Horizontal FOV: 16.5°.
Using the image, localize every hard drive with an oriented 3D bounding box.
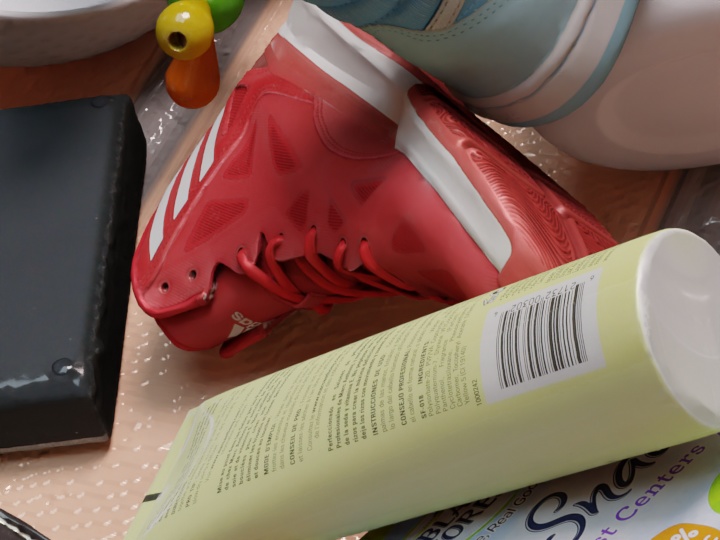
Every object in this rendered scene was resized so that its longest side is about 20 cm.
[{"bbox_3d":[-0.175,0.007,0.833,0.198,0.033,0.140,-7,45,10],"label":"hard drive"}]

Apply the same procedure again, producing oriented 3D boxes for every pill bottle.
[{"bbox_3d":[0.095,-0.141,0.806,0.112,0.113,0.201,-9,65,7],"label":"pill bottle"}]

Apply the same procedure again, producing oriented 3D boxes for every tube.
[{"bbox_3d":[0.010,0.040,0.656,0.199,0.058,0.052,-20,79,37],"label":"tube"}]

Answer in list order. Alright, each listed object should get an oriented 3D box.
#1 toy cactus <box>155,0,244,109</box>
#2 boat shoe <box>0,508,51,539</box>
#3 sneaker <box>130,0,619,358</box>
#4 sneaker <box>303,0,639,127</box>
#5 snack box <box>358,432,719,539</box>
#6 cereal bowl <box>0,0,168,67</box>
[{"bbox_3d":[-0.056,-0.148,0.859,0.199,0.103,0.165,-30,58,-26],"label":"toy cactus"},{"bbox_3d":[-0.156,0.078,0.719,0.199,0.065,0.073,18,59,17],"label":"boat shoe"},{"bbox_3d":[0.000,0.000,0.749,0.116,0.078,0.200,-51,30,9],"label":"sneaker"},{"bbox_3d":[0.033,-0.153,0.694,0.079,0.130,0.202,4,78,50],"label":"sneaker"},{"bbox_3d":[0.078,0.096,0.602,0.168,0.068,0.199,-41,26,-23],"label":"snack box"},{"bbox_3d":[-0.137,-0.159,0.923,0.198,0.083,0.201,9,61,-16],"label":"cereal bowl"}]
